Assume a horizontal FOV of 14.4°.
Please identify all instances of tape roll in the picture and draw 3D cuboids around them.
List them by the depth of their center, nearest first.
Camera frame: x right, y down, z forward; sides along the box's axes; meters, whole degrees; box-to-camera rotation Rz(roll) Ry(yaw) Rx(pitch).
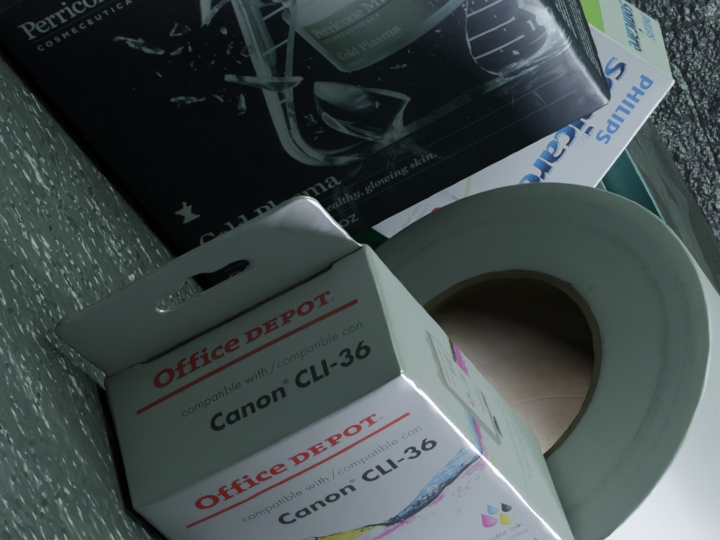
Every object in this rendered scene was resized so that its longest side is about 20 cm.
[{"bbox_3d":[0.082,0.081,1.229,0.139,0.203,0.203,49,17,-46],"label":"tape roll"}]

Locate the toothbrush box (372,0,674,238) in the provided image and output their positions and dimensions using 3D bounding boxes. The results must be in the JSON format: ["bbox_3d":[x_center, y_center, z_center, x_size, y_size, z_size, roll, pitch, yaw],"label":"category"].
[{"bbox_3d":[0.027,-0.101,1.369,0.200,0.146,0.086,32,21,-15],"label":"toothbrush box"}]

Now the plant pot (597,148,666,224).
[{"bbox_3d":[0.098,-0.022,1.681,0.200,0.134,0.200,58,12,-20],"label":"plant pot"}]

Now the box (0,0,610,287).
[{"bbox_3d":[-0.030,-0.123,1.212,0.197,0.200,0.124,51,17,-40],"label":"box"}]

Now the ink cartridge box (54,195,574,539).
[{"bbox_3d":[-0.015,0.067,1.064,0.200,0.116,0.068,47,19,-47],"label":"ink cartridge box"}]

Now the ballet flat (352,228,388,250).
[{"bbox_3d":[0.000,0.000,1.433,0.072,0.072,0.200,59,14,-14],"label":"ballet flat"}]
